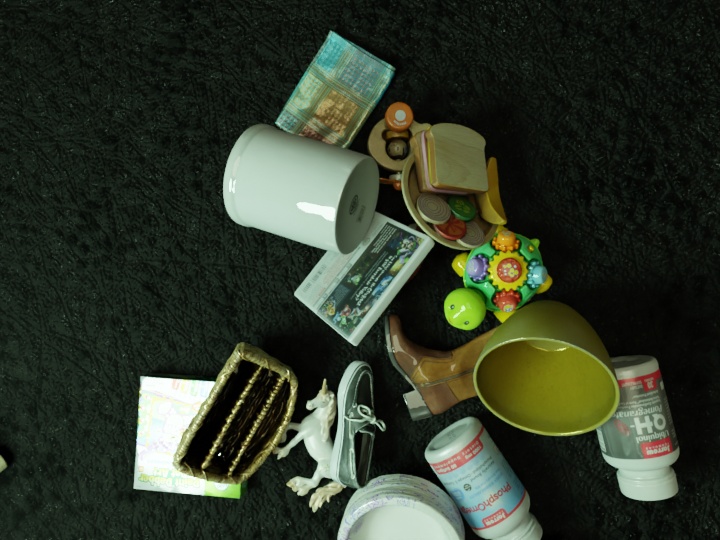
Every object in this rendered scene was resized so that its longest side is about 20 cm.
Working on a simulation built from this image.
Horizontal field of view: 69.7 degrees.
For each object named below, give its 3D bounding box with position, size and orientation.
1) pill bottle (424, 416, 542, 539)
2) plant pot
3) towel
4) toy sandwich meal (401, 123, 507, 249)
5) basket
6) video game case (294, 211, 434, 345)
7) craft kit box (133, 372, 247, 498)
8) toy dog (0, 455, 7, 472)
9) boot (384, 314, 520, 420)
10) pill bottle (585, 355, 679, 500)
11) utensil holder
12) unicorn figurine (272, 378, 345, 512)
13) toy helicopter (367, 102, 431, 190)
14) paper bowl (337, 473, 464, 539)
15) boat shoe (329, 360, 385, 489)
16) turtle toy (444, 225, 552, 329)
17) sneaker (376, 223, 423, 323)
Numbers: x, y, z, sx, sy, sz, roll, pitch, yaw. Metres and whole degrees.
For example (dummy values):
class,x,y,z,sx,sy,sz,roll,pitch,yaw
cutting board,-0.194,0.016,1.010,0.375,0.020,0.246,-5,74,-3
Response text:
class,x,y,z,sx,sy,sz,roll,pitch,yaw
pill bottle,0.199,0.349,0.830,0.108,0.109,0.201,-35,84,3
plant pot,0.285,0.130,0.790,0.198,0.142,0.202,13,130,16
towel,-0.045,-0.313,0.931,0.146,0.022,0.201,33,91,7
toy sandwich meal,0.154,-0.133,0.811,0.203,0.070,0.207,10,65,-22
basket,-0.183,0.234,0.820,0.142,0.149,0.201,32,81,-9
video game case,0.000,0.000,0.844,0.201,0.023,0.181,-52,41,-6
craft kit box,-0.296,0.290,0.919,0.197,0.049,0.200,2,90,6
toy dog,-0.741,0.330,0.940,0.096,0.131,0.202,-35,78,42
boot,0.150,0.135,0.868,0.198,0.068,0.190,-21,81,2
pill bottle,0.428,0.242,0.809,0.109,0.111,0.202,-13,86,5
utensil holder,-0.090,-0.129,0.832,0.198,0.170,0.172,19,89,21
unicorn figurine,-0.081,0.294,0.888,0.136,0.074,0.202,-26,99,-5
toy helicopter,0.103,-0.184,0.886,0.198,0.079,0.133,24,83,-6
paper bowl,0.068,0.423,0.830,0.198,0.104,0.203,2,101,10
boat shoe,-0.001,0.251,0.851,0.068,0.073,0.201,-7,63,46
turtle toy,0.219,0.018,0.847,0.200,0.101,0.146,-43,84,2
sneaker,0.037,-0.005,0.878,0.082,0.078,0.200,30,73,39
